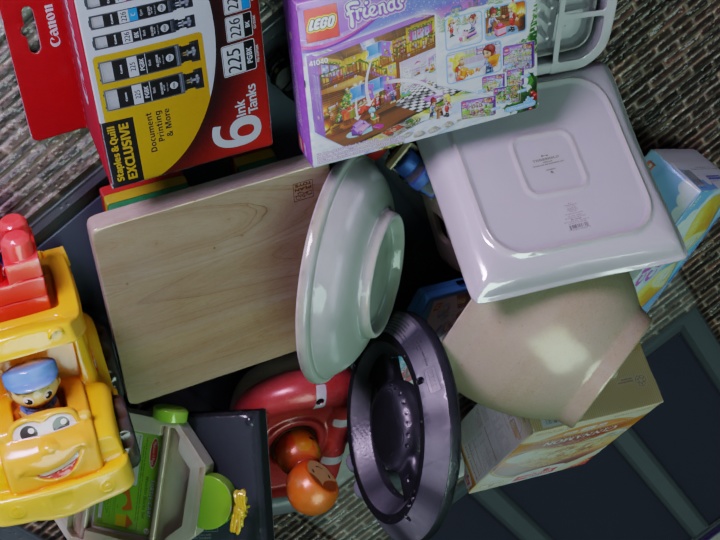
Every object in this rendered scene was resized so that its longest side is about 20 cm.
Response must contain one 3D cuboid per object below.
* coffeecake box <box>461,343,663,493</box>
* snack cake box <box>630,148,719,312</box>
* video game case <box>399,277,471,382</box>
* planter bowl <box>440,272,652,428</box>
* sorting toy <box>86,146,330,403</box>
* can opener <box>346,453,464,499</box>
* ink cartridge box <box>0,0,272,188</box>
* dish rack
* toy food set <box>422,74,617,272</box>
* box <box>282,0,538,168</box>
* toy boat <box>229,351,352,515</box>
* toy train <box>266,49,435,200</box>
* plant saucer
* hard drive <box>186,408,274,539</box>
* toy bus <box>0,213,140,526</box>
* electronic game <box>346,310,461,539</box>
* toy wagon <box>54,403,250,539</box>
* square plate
[{"bbox_3d":[0.199,0.155,1.407,0.151,0.074,0.200,-11,158,-20],"label":"coffeecake box"},{"bbox_3d":[0.273,-0.022,1.323,0.114,0.067,0.201,-9,138,-55],"label":"snack cake box"},{"bbox_3d":[0.093,0.063,1.311,0.199,0.018,0.144,-12,137,-48],"label":"video game case"},{"bbox_3d":[0.171,0.052,1.184,0.201,0.134,0.200,-50,171,-11],"label":"planter bowl"},{"bbox_3d":[-0.124,-0.006,1.138,0.197,0.070,0.201,-18,135,-15],"label":"sorting toy"},{"bbox_3d":[0.046,0.200,1.374,0.066,0.053,0.199,-26,167,28],"label":"can opener"},{"bbox_3d":[-0.163,-0.168,0.962,0.173,0.084,0.202,-17,135,-14],"label":"ink cartridge box"},{"bbox_3d":[0.118,-0.235,1.090,0.197,0.044,0.173,-14,134,-18],"label":"dish rack"},{"bbox_3d":[0.153,-0.088,1.240,0.198,0.061,0.144,-27,148,-4],"label":"toy food set"},{"bbox_3d":[0.043,-0.171,1.037,0.197,0.039,0.138,-16,126,-15],"label":"box"},{"bbox_3d":[-0.059,0.178,1.294,0.129,0.131,0.202,-5,131,-25],"label":"toy boat"},{"bbox_3d":[0.005,-0.116,1.103,0.199,0.046,0.034,32,109,-30],"label":"toy train"},{"bbox_3d":[0.000,0.000,1.133,0.049,0.201,0.202,11,134,14],"label":"plant saucer"},{"bbox_3d":[-0.148,0.231,1.234,0.137,0.203,0.033,-4,180,15],"label":"hard drive"},{"bbox_3d":[-0.257,0.065,1.044,0.134,0.201,0.194,-13,127,-13],"label":"toy bus"},{"bbox_3d":[0.037,0.136,1.173,0.041,0.201,0.202,-1,129,-23],"label":"electronic game"},{"bbox_3d":[-0.190,0.197,1.208,0.040,0.197,0.158,-6,105,-76],"label":"toy wagon"},{"bbox_3d":[0.155,-0.083,1.114,0.197,0.200,0.029,-11,156,-16],"label":"square plate"}]
